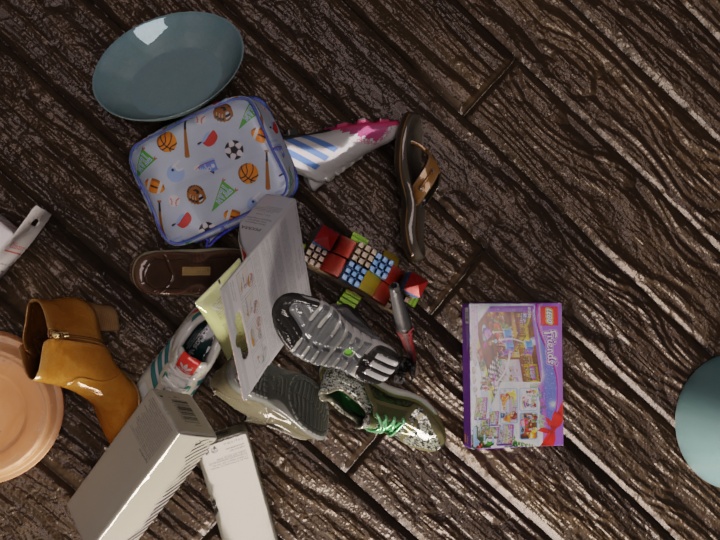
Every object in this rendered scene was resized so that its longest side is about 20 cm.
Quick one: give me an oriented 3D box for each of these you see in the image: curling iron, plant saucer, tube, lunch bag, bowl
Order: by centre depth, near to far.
[{"bbox_3d":[-0.469,0.172,1.075,0.199,0.032,0.202,-4,105,-16],"label":"plant saucer"},{"bbox_3d":[-0.153,0.071,1.086,0.052,0.201,0.058,-7,52,3],"label":"tube"},{"bbox_3d":[-0.188,-0.122,1.119,0.199,0.076,0.161,-23,98,12],"label":"lunch bag"},{"bbox_3d":[-0.241,-0.252,1.120,0.200,0.039,0.202,-6,53,8],"label":"plant saucer"},{"bbox_3d":[0.055,0.084,1.131,0.025,0.201,0.050,9,50,14],"label":"curling iron"},{"bbox_3d":[0.567,0.223,1.250,0.199,0.105,0.202,0,89,-11],"label":"bowl"}]

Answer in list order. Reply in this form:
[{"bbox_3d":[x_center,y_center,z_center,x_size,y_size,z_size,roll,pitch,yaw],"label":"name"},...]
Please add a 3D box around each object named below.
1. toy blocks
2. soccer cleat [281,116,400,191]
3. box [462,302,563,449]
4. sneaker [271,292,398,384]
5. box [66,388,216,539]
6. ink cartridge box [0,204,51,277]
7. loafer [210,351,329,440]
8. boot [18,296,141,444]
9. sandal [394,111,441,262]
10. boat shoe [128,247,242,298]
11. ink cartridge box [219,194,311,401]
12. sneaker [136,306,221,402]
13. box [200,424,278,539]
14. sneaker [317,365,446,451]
[{"bbox_3d":[0.000,0.000,1.139,0.199,0.137,0.100,29,83,-7],"label":"toy blocks"},{"bbox_3d":[-0.039,-0.155,1.178,0.199,0.070,0.087,-10,98,-5],"label":"soccer cleat"},{"bbox_3d":[0.212,0.145,1.221,0.136,0.039,0.202,0,88,-10],"label":"box"},{"bbox_3d":[-0.048,0.069,1.109,0.200,0.116,0.075,35,99,-35],"label":"sneaker"},{"bbox_3d":[-0.269,0.246,1.070,0.200,0.068,0.082,-51,54,14],"label":"box"},{"bbox_3d":[-0.473,-0.016,1.065,0.067,0.116,0.200,40,81,-7],"label":"ink cartridge box"},{"bbox_3d":[-0.114,0.164,1.125,0.200,0.069,0.076,41,43,-39],"label":"loafer"},{"bbox_3d":[-0.345,0.132,1.065,0.070,0.144,0.203,-15,83,24],"label":"boot"},{"bbox_3d":[0.082,-0.112,1.181,0.054,0.082,0.202,-2,91,20],"label":"sandal"},{"bbox_3d":[-0.203,0.003,1.137,0.201,0.075,0.075,11,88,-33],"label":"boat shoe"},{"bbox_3d":[-0.124,0.027,1.041,0.057,0.200,0.163,10,126,24],"label":"ink cartridge box"},{"bbox_3d":[-0.234,0.129,1.114,0.070,0.093,0.200,33,82,-7],"label":"sneaker"},{"bbox_3d":[-0.152,0.306,1.122,0.068,0.082,0.201,-15,89,-10],"label":"box"},{"bbox_3d":[0.020,0.192,1.151,0.199,0.089,0.077,32,123,-2],"label":"sneaker"}]
